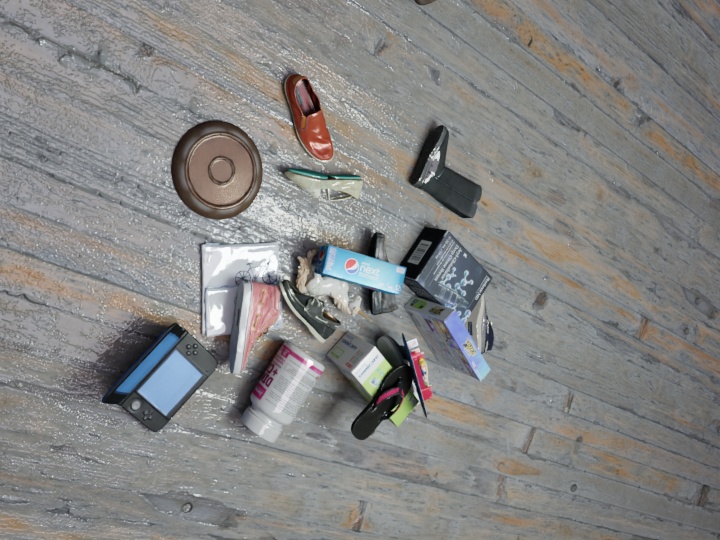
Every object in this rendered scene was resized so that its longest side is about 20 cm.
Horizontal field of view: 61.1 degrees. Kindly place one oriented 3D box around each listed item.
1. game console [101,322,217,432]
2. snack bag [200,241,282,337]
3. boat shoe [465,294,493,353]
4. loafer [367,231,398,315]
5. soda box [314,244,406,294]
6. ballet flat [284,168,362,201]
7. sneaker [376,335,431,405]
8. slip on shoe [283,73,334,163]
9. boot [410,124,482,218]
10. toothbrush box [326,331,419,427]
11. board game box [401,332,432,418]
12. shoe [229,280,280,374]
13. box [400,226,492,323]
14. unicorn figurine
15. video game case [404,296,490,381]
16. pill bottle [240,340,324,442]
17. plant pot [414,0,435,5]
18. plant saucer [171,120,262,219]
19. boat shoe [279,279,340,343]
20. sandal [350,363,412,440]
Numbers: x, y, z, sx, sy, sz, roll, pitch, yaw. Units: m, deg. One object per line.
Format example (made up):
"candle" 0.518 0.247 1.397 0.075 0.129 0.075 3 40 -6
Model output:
"game console" -0.399 0.223 1.241 0.201 0.118 0.171 -47 116 -13
"snack bag" -0.257 0.037 1.342 0.184 0.021 0.206 -3 100 -28
"boat shoe" 0.319 0.130 1.653 0.091 0.073 0.207 -1 96 -49
"loafer" 0.057 0.006 1.473 0.070 0.073 0.206 -4 110 -8
"soda box" 0.000 0.000 1.374 0.195 0.068 0.066 17 84 -20
"ballet flat" -0.080 -0.189 1.378 0.195 0.067 0.064 2 108 -28
"sneaker" 0.113 0.238 1.546 0.079 0.078 0.203 -37 108 -30
"slip on shoe" -0.108 -0.331 1.340 0.073 0.061 0.204 -30 113 -22
"boot" 0.236 -0.244 1.537 0.197 0.066 0.168 25 94 -26
"toothbrush box" 0.029 0.258 1.464 0.086 0.145 0.201 -43 116 -14
"board game box" 0.143 0.240 1.427 0.038 0.158 0.205 -16 98 -1
"shoe" -0.228 0.126 1.322 0.089 0.071 0.206 7 95 -27
"box" 0.212 0.014 1.545 0.199 0.106 0.150 40 79 -28
"unicorn figurine" -0.062 0.030 1.427 0.194 0.074 0.142 9 95 -13
"video game case" 0.216 0.168 1.530 0.045 0.180 0.202 -40 115 -16
"pill bottle" -0.177 0.272 1.373 0.113 0.113 0.203 37 80 -28
"plant pot" 0.127 -0.716 1.338 0.197 0.199 0.203 39 80 -34
"plant saucer" -0.294 -0.208 1.277 0.195 0.032 0.207 -5 102 -27
"boat shoe" -0.116 0.081 1.383 0.067 0.072 0.201 -34 128 6
"sandal" 0.059 0.303 1.379 0.201 0.045 0.075 -50 117 -11
